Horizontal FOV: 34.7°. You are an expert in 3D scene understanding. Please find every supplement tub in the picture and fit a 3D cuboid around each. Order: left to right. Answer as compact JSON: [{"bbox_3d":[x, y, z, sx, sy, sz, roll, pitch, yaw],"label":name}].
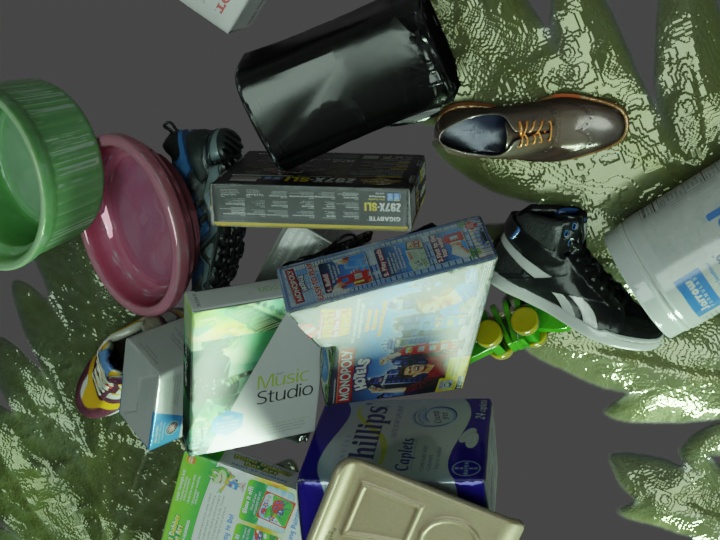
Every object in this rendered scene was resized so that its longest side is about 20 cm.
[{"bbox_3d":[0.362,-0.036,1.151,0.200,0.132,0.132,-35,100,17],"label":"supplement tub"}]

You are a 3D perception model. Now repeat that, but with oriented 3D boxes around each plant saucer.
[{"bbox_3d":[-0.236,-0.052,1.244,0.200,0.051,0.201,22,120,42],"label":"plant saucer"}]

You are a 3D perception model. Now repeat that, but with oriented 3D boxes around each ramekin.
[{"bbox_3d":[-0.367,-0.109,1.230,0.200,0.098,0.201,14,115,33],"label":"ramekin"}]

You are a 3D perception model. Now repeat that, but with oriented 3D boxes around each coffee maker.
[{"bbox_3d":[-0.016,-0.193,1.127,0.200,0.192,0.135,-22,90,13],"label":"coffee maker"}]

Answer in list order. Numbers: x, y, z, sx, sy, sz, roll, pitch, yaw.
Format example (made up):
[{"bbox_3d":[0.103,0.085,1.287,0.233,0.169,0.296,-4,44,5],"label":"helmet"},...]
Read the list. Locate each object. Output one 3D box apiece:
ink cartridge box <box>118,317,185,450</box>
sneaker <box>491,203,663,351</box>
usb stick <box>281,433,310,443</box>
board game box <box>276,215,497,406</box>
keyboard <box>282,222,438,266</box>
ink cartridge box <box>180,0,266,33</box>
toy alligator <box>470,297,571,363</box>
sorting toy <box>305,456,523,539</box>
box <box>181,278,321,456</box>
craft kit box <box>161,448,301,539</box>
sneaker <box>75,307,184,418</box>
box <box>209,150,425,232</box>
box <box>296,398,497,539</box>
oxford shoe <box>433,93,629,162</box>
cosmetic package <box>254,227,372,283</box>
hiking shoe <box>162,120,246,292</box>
[{"bbox_3d":[-0.160,0.103,1.268,0.068,0.200,0.116,43,135,31],"label":"ink cartridge box"},{"bbox_3d":[0.235,-0.001,1.197,0.200,0.073,0.112,24,118,11],"label":"sneaker"},{"bbox_3d":[-0.152,0.153,1.350,0.199,0.033,0.056,16,103,4],"label":"usb stick"},{"bbox_3d":[0.016,0.045,1.137,0.199,0.062,0.200,-5,137,-14],"label":"board game box"},{"bbox_3d":[0.000,0.000,1.195,0.200,0.040,0.104,-24,124,12],"label":"keyboard"},{"bbox_3d":[-0.167,-0.355,1.157,0.200,0.083,0.147,34,109,-2],"label":"ink cartridge box"},{"bbox_3d":[0.137,0.068,1.265,0.199,0.059,0.054,-20,64,15],"label":"toy alligator"},{"bbox_3d":[0.043,0.292,1.171,0.199,0.036,0.186,20,112,-3],"label":"sorting toy"},{"bbox_3d":[-0.110,0.098,1.188,0.144,0.036,0.200,-10,128,-21],"label":"box"},{"bbox_3d":[-0.139,0.324,1.399,0.197,0.049,0.201,18,110,0],"label":"craft kit box"},{"bbox_3d":[-0.276,0.107,1.307,0.200,0.090,0.075,-40,74,26],"label":"sneaker"},{"bbox_3d":[-0.038,-0.084,1.185,0.199,0.160,0.050,2,109,8],"label":"box"},{"bbox_3d":[0.046,0.227,1.261,0.199,0.184,0.105,-3,110,10],"label":"box"},{"bbox_3d":[0.174,-0.138,1.178,0.199,0.073,0.072,-3,107,10],"label":"oxford shoe"},{"bbox_3d":[-0.007,0.027,1.256,0.200,0.090,0.107,30,107,2],"label":"cosmetic package"},{"bbox_3d":[-0.177,-0.061,1.271,0.086,0.074,0.201,9,102,18],"label":"hiking shoe"}]
